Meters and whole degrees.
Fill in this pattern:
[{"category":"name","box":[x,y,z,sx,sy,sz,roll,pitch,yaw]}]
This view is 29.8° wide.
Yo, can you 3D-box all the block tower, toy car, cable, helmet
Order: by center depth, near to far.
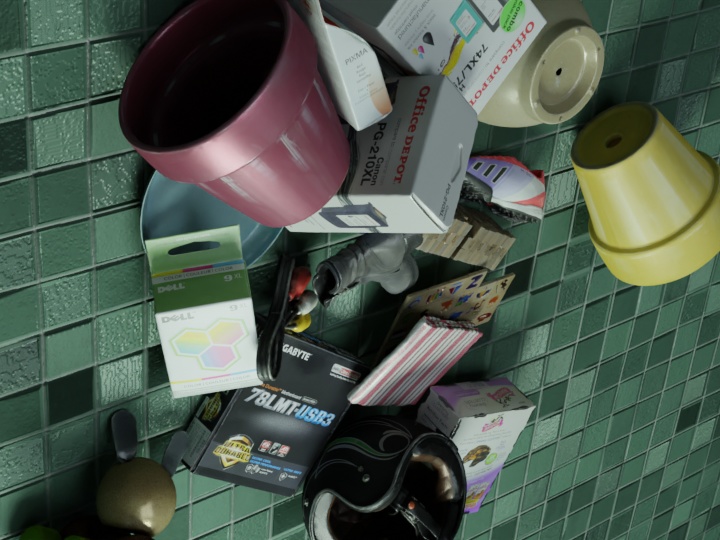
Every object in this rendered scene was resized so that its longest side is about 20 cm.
[{"category":"cable","box":[-0.080,0.049,1.525,0.050,0.200,0.098,2,112,4]},{"category":"toy car","box":[-0.267,0.266,1.537,0.164,0.157,0.202,26,72,-40]},{"category":"block tower","box":[0.114,-0.050,1.683,0.199,0.058,0.054,15,116,-53]},{"category":"helmet","box":[0.021,0.286,1.749,0.199,0.189,0.202,8,79,-47]}]

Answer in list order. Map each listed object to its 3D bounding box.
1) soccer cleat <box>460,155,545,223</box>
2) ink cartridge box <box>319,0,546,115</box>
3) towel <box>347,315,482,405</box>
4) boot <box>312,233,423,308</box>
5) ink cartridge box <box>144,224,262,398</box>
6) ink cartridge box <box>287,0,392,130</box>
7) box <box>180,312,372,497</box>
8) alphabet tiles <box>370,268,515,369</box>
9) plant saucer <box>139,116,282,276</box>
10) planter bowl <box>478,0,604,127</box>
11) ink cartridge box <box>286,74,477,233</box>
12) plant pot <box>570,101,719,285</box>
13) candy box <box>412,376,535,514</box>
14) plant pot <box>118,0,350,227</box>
[{"category":"soccer cleat","box":[0.165,-0.118,1.710,0.199,0.068,0.074,20,80,-44]},{"category":"ink cartridge box","box":[0.068,-0.283,1.431,0.147,0.146,0.200,-53,139,0]},{"category":"towel","box":[0.070,0.116,1.742,0.146,0.030,0.200,-48,158,14]},{"category":"boot","box":[0.000,0.000,1.595,0.131,0.070,0.200,-33,161,-12]},{"category":"ink cartridge box","box":[-0.166,0.048,1.458,0.103,0.060,0.201,-9,137,-6]},{"category":"ink cartridge box","box":[-0.048,-0.256,1.332,0.050,0.162,0.201,-30,134,-16]},{"category":"box","box":[-0.105,0.170,1.660,0.199,0.050,0.199,27,98,-49]},{"category":"alphabet tiles","box":[0.111,0.060,1.771,0.199,0.008,0.168,-18,148,-34]},{"category":"plant saucer","box":[-0.155,-0.079,1.457,0.199,0.027,0.202,-23,130,-30]},{"category":"planter bowl","box":[0.199,-0.251,1.585,0.199,0.134,0.202,-24,132,-30]},{"category":"ink cartridge box","box":[0.007,-0.120,1.413,0.084,0.198,0.146,42,57,-49]},{"category":"plant pot","box":[0.378,-0.115,1.816,0.201,0.200,0.189,-45,122,-9]},{"category":"candy box","box":[0.131,0.252,1.892,0.167,0.072,0.201,-1,126,-45]},{"category":"plant pot","box":[-0.105,-0.144,1.319,0.200,0.200,0.179,-48,134,-6]}]
